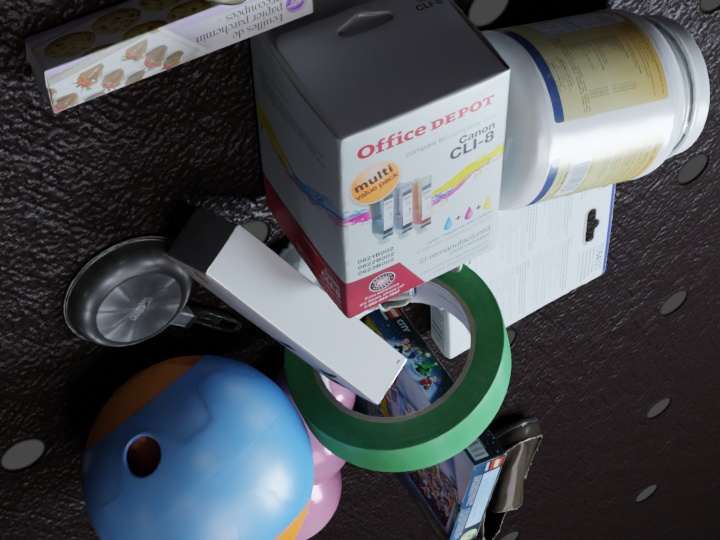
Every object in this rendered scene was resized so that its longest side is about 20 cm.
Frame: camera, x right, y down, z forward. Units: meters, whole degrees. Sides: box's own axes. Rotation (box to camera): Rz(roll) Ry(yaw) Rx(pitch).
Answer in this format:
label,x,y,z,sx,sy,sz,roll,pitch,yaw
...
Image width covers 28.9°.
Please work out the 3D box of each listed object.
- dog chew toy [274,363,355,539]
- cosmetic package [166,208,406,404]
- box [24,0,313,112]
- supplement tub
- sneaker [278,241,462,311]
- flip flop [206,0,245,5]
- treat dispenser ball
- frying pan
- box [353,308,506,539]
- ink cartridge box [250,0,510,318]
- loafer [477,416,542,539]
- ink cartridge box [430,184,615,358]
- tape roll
label,x,y,z,sx,sy,sz,roll,pitch,yaw
dog chew toy,-0.063,0.164,1.338,0.124,0.125,0.202,-4,127,-39
cosmetic package,-0.059,0.031,1.131,0.200,0.082,0.051,40,78,-31
box,-0.127,-0.166,0.945,0.198,0.042,0.039,-24,145,-17
supplement tub,0.176,-0.138,1.160,0.198,0.145,0.145,-14,141,-29
sneaker,0.000,0.000,1.219,0.199,0.087,0.075,-29,148,-9
flip flop,-0.132,-0.220,0.854,0.199,0.081,0.058,26,99,-48
treat dispenser ball,-0.139,0.173,1.200,0.199,0.201,0.202,-24,145,-18
frying pan,-0.174,0.040,1.166,0.114,0.031,0.190,-34,143,-3
box,0.058,0.149,1.348,0.037,0.201,0.137,-17,143,-26
ink cartridge box,0.014,-0.100,1.058,0.144,0.145,0.201,-24,144,-17
loafer,0.180,0.258,1.708,0.072,0.072,0.201,-12,140,-32
ink cartridge box,0.157,-0.023,1.375,0.198,0.041,0.201,-27,145,-16
tape roll,0.033,0.077,1.238,0.199,0.201,0.048,-32,146,-6
